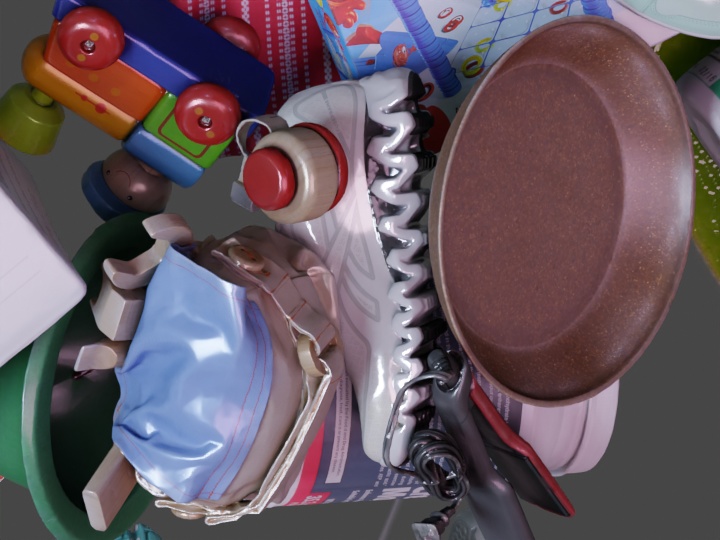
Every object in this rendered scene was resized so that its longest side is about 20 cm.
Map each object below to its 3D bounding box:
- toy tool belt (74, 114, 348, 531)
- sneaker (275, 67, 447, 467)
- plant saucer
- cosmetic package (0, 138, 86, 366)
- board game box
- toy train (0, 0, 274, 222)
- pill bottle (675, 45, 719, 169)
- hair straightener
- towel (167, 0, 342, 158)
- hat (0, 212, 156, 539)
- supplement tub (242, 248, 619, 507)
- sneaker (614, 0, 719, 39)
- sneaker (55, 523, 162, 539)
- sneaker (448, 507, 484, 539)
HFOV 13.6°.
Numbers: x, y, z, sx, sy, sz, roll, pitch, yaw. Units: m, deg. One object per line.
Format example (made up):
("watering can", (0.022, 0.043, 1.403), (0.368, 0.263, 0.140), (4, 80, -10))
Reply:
("toy tool belt", (-0.075, 0.029, 1.471), (0.123, 0.125, 0.201), (-14, 125, -46))
("sneaker", (0.000, 0.000, 1.525), (0.081, 0.075, 0.201), (-4, 87, 10))
("plant saucer", (0.097, -0.032, 1.542), (0.200, 0.037, 0.201), (-11, 106, -45))
("cosmetic package", (-0.267, -0.037, 1.473), (0.165, 0.165, 0.200), (-38, 118, 1))
("board game box", (0.063, -0.184, 1.560), (0.199, 0.056, 0.196), (-27, 112, -7))
("toy train", (-0.154, -0.109, 1.536), (0.200, 0.085, 0.116), (32, 122, -14))
("pill bottle", (0.281, -0.118, 1.653), (0.200, 0.113, 0.113), (-38, 119, 0))
("hair straightener", (0.057, 0.106, 1.522), (0.077, 0.041, 0.200), (-59, 151, -18))
("towel", (-0.006, -0.133, 1.602), (0.199, 0.022, 0.145), (-8, 114, -15))
("hat", (-0.202, 0.056, 1.576), (0.166, 0.175, 0.201), (50, 55, -57))
("supplement tub", (0.025, 0.053, 1.627), (0.199, 0.140, 0.141), (-2, 113, -17))
("sneaker", (0.144, -0.174, 1.492), (0.200, 0.118, 0.074), (39, 92, -24))
("sneaker", (-0.195, 0.211, 1.663), (0.199, 0.078, 0.092), (-15, 121, -10))
("sneaker", (0.119, 0.202, 1.764), (0.114, 0.076, 0.200), (-25, 121, -9))
